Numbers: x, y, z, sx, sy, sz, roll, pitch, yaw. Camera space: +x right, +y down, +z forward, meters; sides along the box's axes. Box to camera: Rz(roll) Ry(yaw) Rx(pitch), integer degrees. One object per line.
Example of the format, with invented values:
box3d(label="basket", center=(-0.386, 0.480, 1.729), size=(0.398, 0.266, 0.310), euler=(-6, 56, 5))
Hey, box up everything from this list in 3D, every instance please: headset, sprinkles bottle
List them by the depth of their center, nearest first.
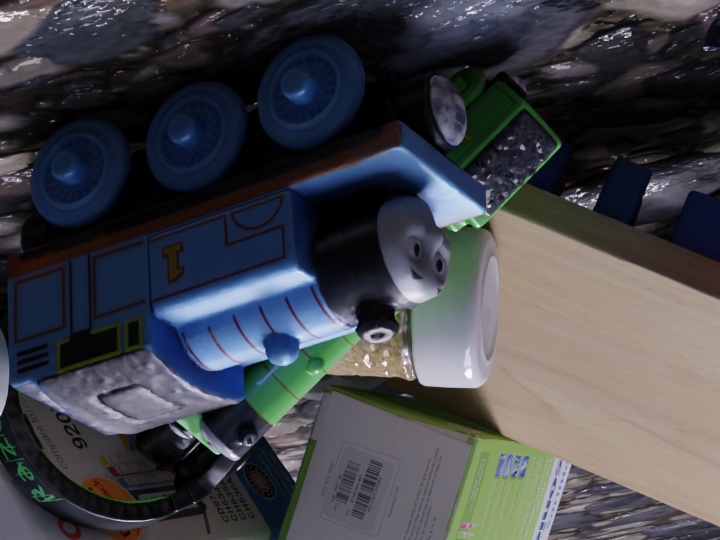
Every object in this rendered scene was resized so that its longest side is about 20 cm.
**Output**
box3d(label="sprinkles bottle", center=(-0.042, 0.011, 1.118), size=(0.199, 0.068, 0.068), euler=(3, 169, 12))
box3d(label="headset", center=(-0.091, 0.047, 1.231), size=(0.200, 0.124, 0.094), euler=(-26, 177, -33))

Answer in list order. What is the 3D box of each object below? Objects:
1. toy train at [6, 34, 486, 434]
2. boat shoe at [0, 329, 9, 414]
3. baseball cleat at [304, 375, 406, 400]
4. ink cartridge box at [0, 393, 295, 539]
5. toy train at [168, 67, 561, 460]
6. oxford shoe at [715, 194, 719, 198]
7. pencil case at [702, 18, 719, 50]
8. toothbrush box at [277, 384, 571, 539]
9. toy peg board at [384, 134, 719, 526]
box3d(label="toy train", center=(-0.046, -0.011, 1.005), size=(0.200, 0.115, 0.087), euler=(-17, 153, 25))
box3d(label="boat shoe", center=(-0.226, 0.029, 1.052), size=(0.200, 0.074, 0.060), euler=(14, -172, 37))
box3d(label="baseball cleat", center=(0.052, 0.034, 1.409), size=(0.199, 0.070, 0.106), euler=(-3, 174, 7))
box3d(label="ink cartridge box", center=(-0.155, 0.124, 1.293), size=(0.145, 0.147, 0.200), euler=(-48, 155, 27))
box3d(label="toy train", center=(0.000, 0.000, 1.044), size=(0.200, 0.056, 0.042), euler=(-46, 126, 2))
box3d(label="oxford shoe", center=(0.247, -0.029, 1.289), size=(0.074, 0.071, 0.200), euler=(-5, 176, -34))
box3d(label="pencil case", center=(0.217, -0.050, 1.015), size=(0.091, 0.094, 0.200), euler=(2, 155, 38))
box3d(label="toothbrush box", center=(0.029, 0.143, 1.326), size=(0.086, 0.146, 0.200), euler=(18, -179, 20))
box3d(label="toy peg board", center=(0.128, 0.008, 1.194), size=(0.200, 0.098, 0.199), euler=(22, 152, 6))
